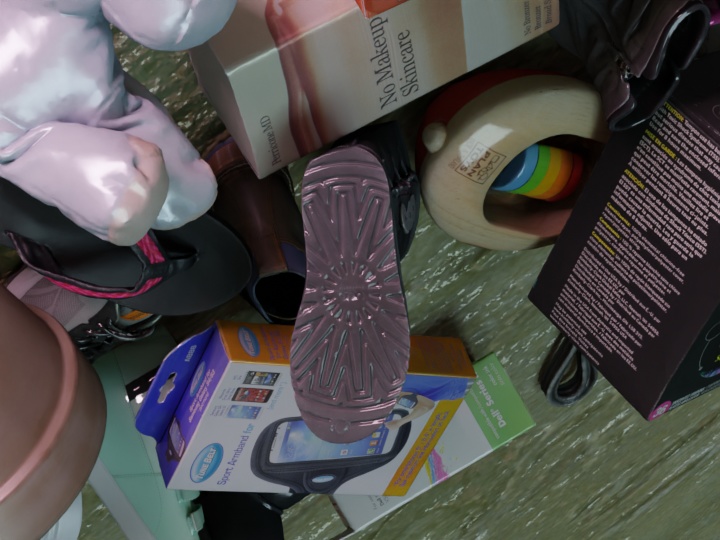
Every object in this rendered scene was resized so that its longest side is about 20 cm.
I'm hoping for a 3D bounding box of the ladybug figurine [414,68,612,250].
[{"bbox_3d":[0.105,-0.079,1.173,0.200,0.072,0.136,14,124,-49],"label":"ladybug figurine"}]

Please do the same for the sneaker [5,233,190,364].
[{"bbox_3d":[-0.161,0.020,1.070,0.074,0.079,0.200,5,132,-46],"label":"sneaker"}]

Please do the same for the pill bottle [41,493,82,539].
[{"bbox_3d":[-0.280,0.156,1.117,0.199,0.104,0.105,-6,138,-36],"label":"pill bottle"}]

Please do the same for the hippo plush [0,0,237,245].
[{"bbox_3d":[-0.143,-0.125,0.885,0.199,0.159,0.161,23,104,-5],"label":"hippo plush"}]

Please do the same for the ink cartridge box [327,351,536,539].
[{"bbox_3d":[0.026,0.142,1.352,0.199,0.068,0.117,-30,175,-7],"label":"ink cartridge box"}]

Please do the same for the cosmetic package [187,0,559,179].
[{"bbox_3d":[0.004,-0.150,0.986,0.199,0.087,0.104,-28,148,-7],"label":"cosmetic package"}]

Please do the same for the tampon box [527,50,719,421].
[{"bbox_3d":[0.231,-0.030,1.169,0.149,0.126,0.201,-20,146,-40],"label":"tampon box"}]

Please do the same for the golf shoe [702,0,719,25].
[{"bbox_3d":[0.247,-0.206,1.118,0.200,0.092,0.075,-36,145,0],"label":"golf shoe"}]

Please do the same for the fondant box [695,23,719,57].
[{"bbox_3d":[0.292,-0.154,1.251,0.144,0.058,0.200,-25,144,-13],"label":"fondant box"}]

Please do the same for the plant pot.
[{"bbox_3d":[-0.263,0.052,0.952,0.199,0.200,0.174,-30,129,-5],"label":"plant pot"}]

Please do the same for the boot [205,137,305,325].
[{"bbox_3d":[-0.052,0.012,1.124,0.074,0.097,0.200,-18,145,2],"label":"boot"}]

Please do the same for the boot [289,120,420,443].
[{"bbox_3d":[0.000,-0.001,1.043,0.065,0.200,0.166,4,99,1],"label":"boot"}]

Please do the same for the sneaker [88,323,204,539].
[{"bbox_3d":[-0.110,0.133,1.172,0.118,0.201,0.074,-35,-173,-8],"label":"sneaker"}]

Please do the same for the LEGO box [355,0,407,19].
[{"bbox_3d":[0.053,-0.232,0.868,0.199,0.149,0.077,-26,146,-12],"label":"LEGO box"}]

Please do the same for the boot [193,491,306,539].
[{"bbox_3d":[-0.028,0.144,1.249,0.200,0.165,0.066,-35,154,4],"label":"boot"}]

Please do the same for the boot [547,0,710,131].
[{"bbox_3d":[0.163,-0.189,1.030,0.069,0.132,0.201,-16,143,-23],"label":"boot"}]

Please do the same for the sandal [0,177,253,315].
[{"bbox_3d":[-0.154,-0.018,0.979,0.199,0.045,0.075,21,113,-19],"label":"sandal"}]

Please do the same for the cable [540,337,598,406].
[{"bbox_3d":[0.189,0.050,1.425,0.097,0.050,0.201,-5,136,-35],"label":"cable"}]

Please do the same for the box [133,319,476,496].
[{"bbox_3d":[-0.038,0.090,1.119,0.199,0.042,0.119,4,132,-30],"label":"box"}]
